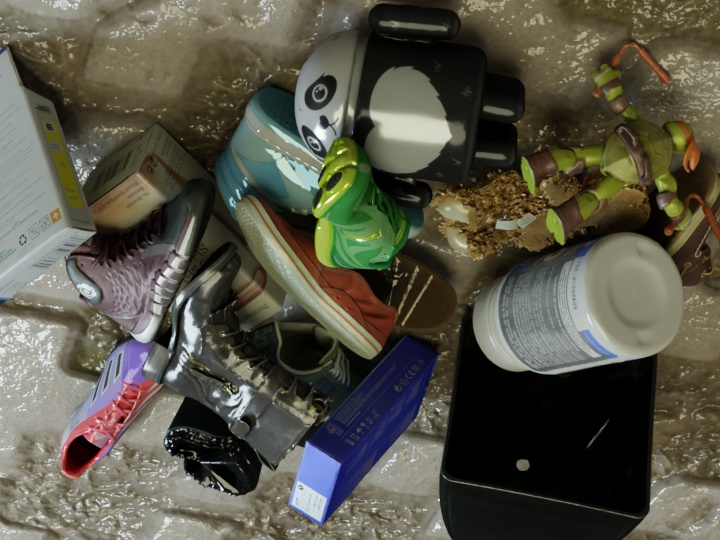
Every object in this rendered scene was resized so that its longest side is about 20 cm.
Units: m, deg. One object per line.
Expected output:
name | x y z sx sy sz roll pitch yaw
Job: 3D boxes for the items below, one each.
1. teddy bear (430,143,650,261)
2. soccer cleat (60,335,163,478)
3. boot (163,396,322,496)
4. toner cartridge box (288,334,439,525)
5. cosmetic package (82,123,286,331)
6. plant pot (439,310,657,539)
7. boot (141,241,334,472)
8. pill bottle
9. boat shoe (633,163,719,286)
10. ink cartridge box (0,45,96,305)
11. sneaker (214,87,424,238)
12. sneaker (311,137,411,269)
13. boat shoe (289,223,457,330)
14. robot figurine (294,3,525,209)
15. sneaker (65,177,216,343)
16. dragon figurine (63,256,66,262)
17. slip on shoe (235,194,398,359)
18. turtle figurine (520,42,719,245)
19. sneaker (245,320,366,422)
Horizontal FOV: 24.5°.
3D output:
teddy bear | 0.163 -0.064 1.528 0.199 0.067 0.145 -19 139 20
soccer cleat | -0.263 0.146 1.771 0.068 0.073 0.200 30 127 -15
boot | -0.104 0.171 1.704 0.200 0.168 0.076 35 126 -19
toner cartridge box | 0.005 0.156 1.654 0.043 0.200 0.095 30 131 14
cosmetic package | -0.169 -0.030 1.604 0.103 0.087 0.200 -33 117 29
plant pot | 0.176 0.188 1.665 0.199 0.200 0.178 11 141 0
boot | -0.100 0.082 1.555 0.174 0.069 0.200 32 129 2
pill bottle | 0.195 0.036 1.537 0.114 0.114 0.200 36 156 -19
boat shoe | 0.296 -0.018 1.556 0.072 0.072 0.200 12 131 -19
ink cartridge box | -0.352 -0.073 1.564 0.197 0.200 0.047 -34 153 29
sneaker | -0.047 -0.070 1.560 0.200 0.080 0.131 37 124 -8
sneaker | 0.004 -0.055 1.428 0.083 0.074 0.200 12 162 5
boat shoe | 0.000 0.000 1.618 0.199 0.065 0.072 17 109 -15
robot figurine | 0.042 -0.142 1.453 0.199 0.151 0.125 9 167 2
sneaker | -0.212 -0.021 1.516 0.115 0.076 0.200 25 129 -5
dragon figurine | -0.362 -0.023 1.658 0.200 0.059 0.099 -34 114 26
slip on shoe | -0.040 -0.002 1.544 0.200 0.061 0.074 45 165 -20
turtle figurine | 0.231 -0.085 1.433 0.161 0.064 0.200 -26 93 -9
sneaker | -0.044 0.097 1.659 0.200 0.067 0.090 17 136 -42
